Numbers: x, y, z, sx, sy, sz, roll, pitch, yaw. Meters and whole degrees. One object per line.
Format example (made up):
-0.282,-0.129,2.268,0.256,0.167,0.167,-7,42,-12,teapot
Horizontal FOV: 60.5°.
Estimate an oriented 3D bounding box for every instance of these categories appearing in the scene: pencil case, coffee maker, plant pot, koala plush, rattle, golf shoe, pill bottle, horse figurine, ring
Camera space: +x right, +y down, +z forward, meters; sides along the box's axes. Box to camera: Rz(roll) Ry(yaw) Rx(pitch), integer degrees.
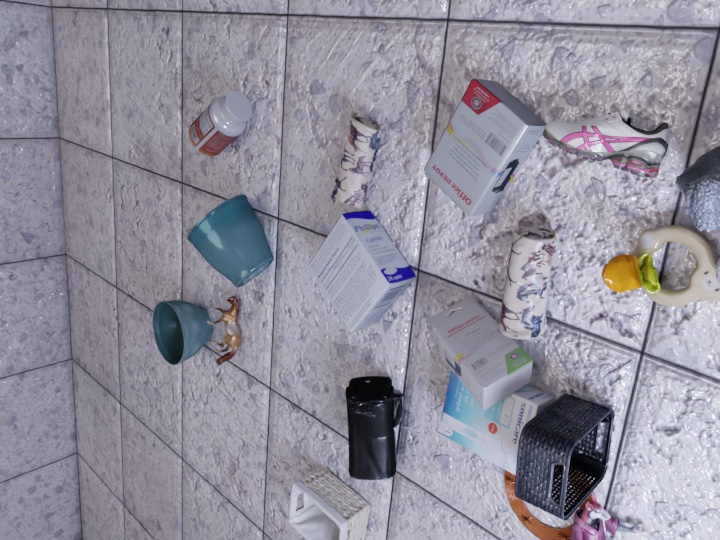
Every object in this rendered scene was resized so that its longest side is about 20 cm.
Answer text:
0.309,0.022,1.127,0.087,0.078,0.206,8,107,12,pencil case
0.017,0.373,1.424,0.131,0.191,0.207,3,104,26,coffee maker
-0.337,-0.069,1.686,0.190,0.199,0.199,52,131,2,plant pot
0.544,-0.073,0.843,0.174,0.184,0.204,-29,94,17,koala plush
0.489,0.002,0.919,0.198,0.141,0.134,26,98,44,rattle
0.397,-0.220,1.006,0.196,0.072,0.095,24,109,28,golf shoe
-0.011,-0.247,1.392,0.088,0.077,0.205,26,118,21,pencil case
-0.383,-0.405,1.700,0.198,0.111,0.115,-25,82,44,pill bottle
-0.409,0.183,1.890,0.129,0.050,0.207,-10,84,28,horse figurine
0.367,0.445,1.215,0.197,0.019,0.207,12,107,43,ring
-0.563,0.187,1.991,0.197,0.132,0.207,11,106,42,plant pot

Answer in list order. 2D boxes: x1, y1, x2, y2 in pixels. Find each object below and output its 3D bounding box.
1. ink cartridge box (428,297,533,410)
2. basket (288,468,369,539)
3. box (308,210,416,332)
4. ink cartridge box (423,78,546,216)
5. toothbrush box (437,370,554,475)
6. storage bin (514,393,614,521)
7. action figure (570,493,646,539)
0.226,0.154,1.195,0.201,0.115,0.069,52,160,44,ink cartridge box
-0.081,0.640,1.625,0.197,0.121,0.140,26,117,38,basket
0.000,0.000,1.417,0.202,0.103,0.185,55,131,19,box
0.227,-0.228,1.157,0.146,0.082,0.203,48,128,25,ink cartridge box
0.265,0.288,1.223,0.197,0.084,0.151,21,105,39,toothbrush box
0.355,0.315,1.069,0.092,0.197,0.140,14,109,41,storage bin
0.426,0.500,1.131,0.148,0.130,0.207,-168,69,-70,action figure
